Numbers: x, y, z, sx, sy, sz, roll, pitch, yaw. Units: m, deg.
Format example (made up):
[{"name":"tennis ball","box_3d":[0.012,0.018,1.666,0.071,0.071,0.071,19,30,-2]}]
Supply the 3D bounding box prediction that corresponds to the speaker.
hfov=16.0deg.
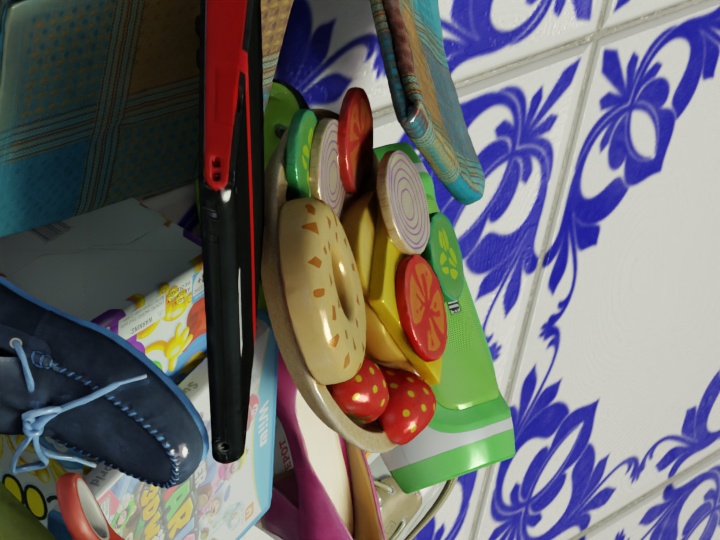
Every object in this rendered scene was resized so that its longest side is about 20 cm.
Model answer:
[{"name":"speaker","box_3d":[0.028,0.029,1.547,0.088,0.088,0.201,-13,83,-52]}]

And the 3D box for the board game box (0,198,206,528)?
[{"name":"board game box","box_3d":[-0.150,0.069,1.397,0.105,0.103,0.201,-33,141,-39]}]

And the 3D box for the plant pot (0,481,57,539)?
[{"name":"plant pot","box_3d":[-0.233,0.153,1.258,0.200,0.189,0.201,-38,145,-34]}]

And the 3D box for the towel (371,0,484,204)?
[{"name":"towel","box_3d":[0.032,-0.125,1.441,0.022,0.148,0.200,-15,166,8]}]

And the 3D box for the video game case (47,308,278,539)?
[{"name":"video game case","box_3d":[-0.104,0.129,1.379,0.200,0.018,0.144,-46,149,-45]}]

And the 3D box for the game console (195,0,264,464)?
[{"name":"game console","box_3d":[-0.066,-0.034,1.230,0.201,0.031,0.178,90,2,-47]}]

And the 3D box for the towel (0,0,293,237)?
[{"name":"towel","box_3d":[-0.113,-0.094,1.263,0.199,0.022,0.147,-20,138,-44]}]

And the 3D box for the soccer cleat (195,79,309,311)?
[{"name":"soccer cleat","box_3d":[-0.059,-0.028,1.504,0.081,0.067,0.201,-51,155,-57]}]

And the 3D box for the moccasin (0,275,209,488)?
[{"name":"moccasin","box_3d":[-0.169,0.058,1.260,0.068,0.199,0.081,-44,151,-42]}]

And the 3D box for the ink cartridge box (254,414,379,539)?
[{"name":"ink cartridge box","box_3d":[-0.039,0.089,1.619,0.200,0.068,0.116,-43,144,-27]}]

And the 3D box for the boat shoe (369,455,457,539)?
[{"name":"boat shoe","box_3d":[0.008,0.156,1.744,0.201,0.074,0.068,-63,156,7]}]

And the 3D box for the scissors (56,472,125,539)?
[{"name":"scissors","box_3d":[-0.114,0.156,1.286,0.014,0.074,0.200,-22,157,4]}]

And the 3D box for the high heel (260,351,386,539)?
[{"name":"high heel","box_3d":[-0.012,0.095,1.508,0.067,0.096,0.201,-20,127,-45]}]

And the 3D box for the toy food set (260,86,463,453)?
[{"name":"toy food set","box_3d":[0.000,0.000,1.415,0.200,0.048,0.199,54,33,-44]}]
